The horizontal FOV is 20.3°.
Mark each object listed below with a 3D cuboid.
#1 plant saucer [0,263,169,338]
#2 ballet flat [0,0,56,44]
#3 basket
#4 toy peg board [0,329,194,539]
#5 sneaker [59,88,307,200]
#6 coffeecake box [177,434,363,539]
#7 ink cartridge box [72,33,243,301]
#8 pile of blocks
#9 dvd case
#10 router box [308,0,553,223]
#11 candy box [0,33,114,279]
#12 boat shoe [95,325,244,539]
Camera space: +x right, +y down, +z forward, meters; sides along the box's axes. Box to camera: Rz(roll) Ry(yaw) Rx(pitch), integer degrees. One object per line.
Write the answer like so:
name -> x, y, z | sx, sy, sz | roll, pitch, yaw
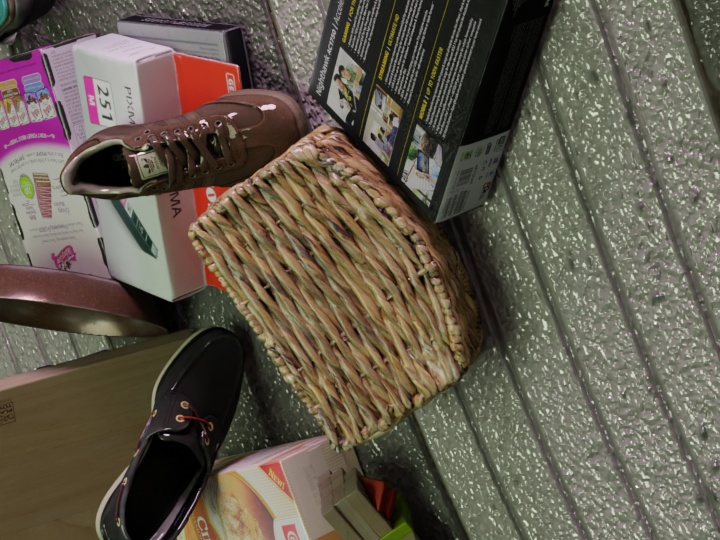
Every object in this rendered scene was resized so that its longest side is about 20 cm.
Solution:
plant saucer -> -0.259, 0.025, 1.702 | 0.199, 0.199, 0.035 | -7, 74, 53
ballet flat -> -0.318, -0.218, 1.729 | 0.199, 0.068, 0.069 | -6, 103, 54
basket -> 0.000, 0.000, 1.412 | 0.142, 0.149, 0.201 | -35, 90, 17
toy peg board -> -0.238, 0.151, 1.730 | 0.098, 0.198, 0.201 | 38, 137, 55
sneaker -> -0.133, -0.081, 1.488 | 0.199, 0.075, 0.071 | -11, 106, 31
coffeecake box -> -0.064, 0.224, 1.633 | 0.199, 0.073, 0.155 | -19, 92, 54
ink cartridge box -> -0.149, -0.073, 1.570 | 0.173, 0.043, 0.202 | 19, 123, 49
pile of blocks -> 0.046, 0.225, 1.517 | 0.062, 0.082, 0.201 | -34, 89, 11
dvd case -> -0.126, -0.098, 1.584 | 0.150, 0.025, 0.202 | 13, 117, 49
router box -> 0.044, -0.155, 1.308 | 0.149, 0.051, 0.201 | 47, 140, 29
candy box -> -0.252, -0.092, 1.718 | 0.136, 0.061, 0.202 | -4, 104, 53
boat shoe -> -0.141, 0.137, 1.607 | 0.073, 0.203, 0.063 | 34, 161, -22
